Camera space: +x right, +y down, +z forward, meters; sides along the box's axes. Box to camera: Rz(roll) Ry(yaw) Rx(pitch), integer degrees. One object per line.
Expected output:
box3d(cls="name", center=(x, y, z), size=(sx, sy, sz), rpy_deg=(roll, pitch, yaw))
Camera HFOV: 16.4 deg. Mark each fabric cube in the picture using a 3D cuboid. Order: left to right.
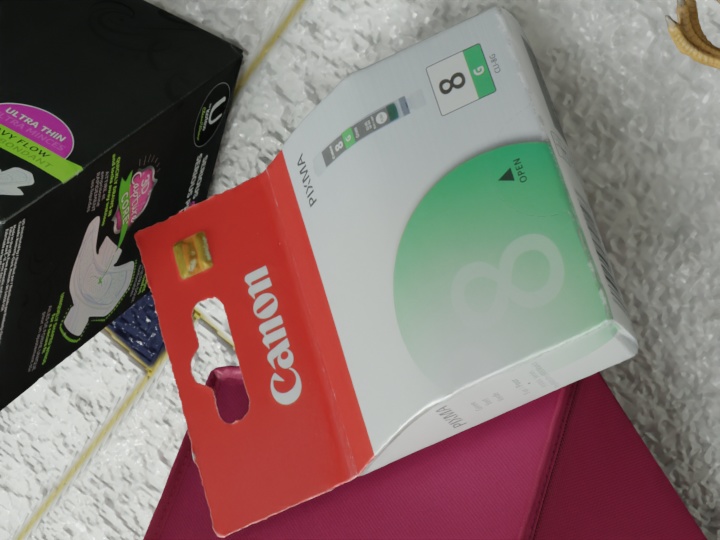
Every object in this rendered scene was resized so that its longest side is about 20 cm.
box3d(cls="fabric cube", center=(0.032, 0.170, 1.087), size=(0.200, 0.196, 0.199), rpy_deg=(-5, 137, 32))

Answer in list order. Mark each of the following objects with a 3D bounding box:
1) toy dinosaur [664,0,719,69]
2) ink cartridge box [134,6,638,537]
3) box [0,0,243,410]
box3d(cls="toy dinosaur", center=(0.181, -0.097, 0.980), size=(0.106, 0.060, 0.200), rpy_deg=(5, 118, 27))
box3d(cls="ink cartridge box", center=(0.000, 0.000, 1.049), size=(0.200, 0.050, 0.161), rpy_deg=(-24, 61, 11))
box3d(cls="box", center=(-0.172, -0.046, 1.129), size=(0.148, 0.200, 0.125), rpy_deg=(28, 125, 16))
